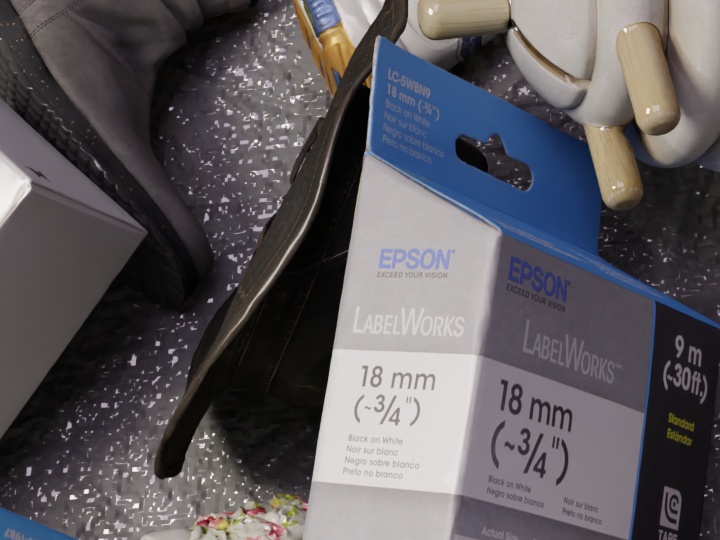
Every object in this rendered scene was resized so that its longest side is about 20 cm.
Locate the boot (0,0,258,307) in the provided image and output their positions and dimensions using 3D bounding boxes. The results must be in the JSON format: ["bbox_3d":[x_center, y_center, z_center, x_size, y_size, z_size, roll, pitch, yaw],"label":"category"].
[{"bbox_3d":[-0.091,-0.092,0.917,0.132,0.070,0.200,-32,77,-27],"label":"boot"}]

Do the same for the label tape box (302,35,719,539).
[{"bbox_3d":[0.057,0.036,0.730,0.063,0.144,0.200,-1,76,39],"label":"label tape box"}]

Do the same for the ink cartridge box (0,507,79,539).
[{"bbox_3d":[-0.105,0.185,0.660,0.067,0.116,0.200,-17,57,32],"label":"ink cartridge box"}]

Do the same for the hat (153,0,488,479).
[{"bbox_3d":[0.000,0.000,0.804,0.081,0.201,0.201,27,69,-5],"label":"hat"}]

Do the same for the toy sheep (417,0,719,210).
[{"bbox_3d":[0.119,-0.094,0.765,0.200,0.138,0.138,-4,58,-15],"label":"toy sheep"}]

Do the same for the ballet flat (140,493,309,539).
[{"bbox_3d":[-0.096,0.143,0.783,0.064,0.076,0.200,44,77,-3],"label":"ballet flat"}]

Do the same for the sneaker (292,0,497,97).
[{"bbox_3d":[-0.002,-0.162,0.937,0.088,0.075,0.200,-21,67,-5],"label":"sneaker"}]

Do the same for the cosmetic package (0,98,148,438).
[{"bbox_3d":[-0.189,0.027,0.836,0.108,0.085,0.200,42,98,30],"label":"cosmetic package"}]
